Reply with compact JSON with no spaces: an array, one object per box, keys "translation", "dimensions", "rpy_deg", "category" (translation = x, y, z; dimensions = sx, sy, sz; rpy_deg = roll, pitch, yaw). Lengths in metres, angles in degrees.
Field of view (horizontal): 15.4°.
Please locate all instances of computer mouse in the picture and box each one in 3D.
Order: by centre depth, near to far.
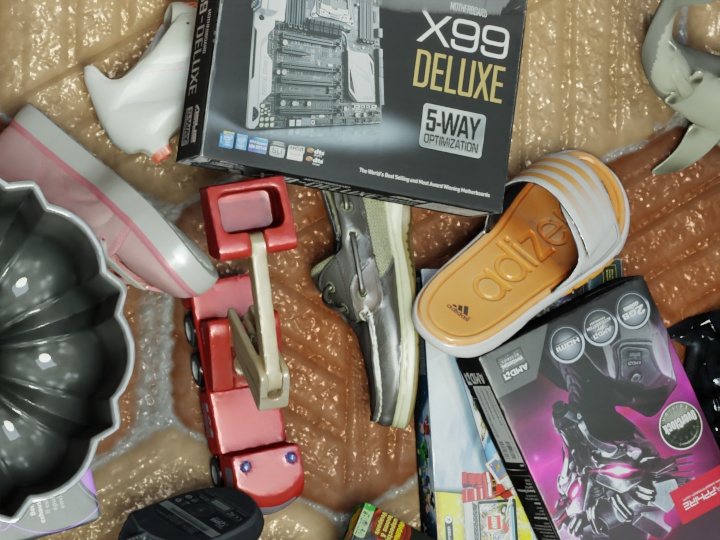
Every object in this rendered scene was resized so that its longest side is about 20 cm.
[{"translation":[-0.137,0.169,1.536],"dimensions":[0.199,0.059,0.034],"rpy_deg":[-15,121,-38],"category":"computer mouse"}]

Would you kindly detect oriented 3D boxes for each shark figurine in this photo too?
[{"translation":[0.206,-0.146,1.708],"dimensions":[0.128,0.214,0.090],"rpy_deg":[-33,55,13],"category":"shark figurine"}]

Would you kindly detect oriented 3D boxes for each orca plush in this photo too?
[{"translation":[0.264,0.121,1.723],"dimensions":[0.105,0.071,0.201],"rpy_deg":[-6,89,-16],"category":"orca plush"}]

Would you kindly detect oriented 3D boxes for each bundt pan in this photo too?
[{"translation":[-0.228,0.045,1.478],"dimensions":[0.201,0.076,0.203],"rpy_deg":[2,83,-13],"category":"bundt pan"}]

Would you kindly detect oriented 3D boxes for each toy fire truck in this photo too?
[{"translation":[-0.065,0.049,1.598],"dimensions":[0.048,0.141,0.201],"rpy_deg":[-10,90,-16],"category":"toy fire truck"}]

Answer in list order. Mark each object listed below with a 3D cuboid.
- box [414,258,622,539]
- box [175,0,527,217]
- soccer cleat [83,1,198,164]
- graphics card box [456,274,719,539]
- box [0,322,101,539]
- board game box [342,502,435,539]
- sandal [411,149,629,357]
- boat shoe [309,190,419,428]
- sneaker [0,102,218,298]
[{"translation":[0.103,0.096,1.697],"dimensions":[0.136,0.038,0.201],"rpy_deg":[-2,88,-16],"category":"box"},{"translation":[-0.002,-0.126,1.603],"dimensions":[0.199,0.050,0.159],"rpy_deg":[11,83,-22],"category":"box"},{"translation":[-0.078,-0.145,1.645],"dimensions":[0.200,0.069,0.078],"rpy_deg":[-35,93,-12],"category":"soccer cleat"},{"translation":[0.157,0.118,1.665],"dimensions":[0.125,0.051,0.201],"rpy_deg":[-25,93,-15],"category":"graphics card box"},{"translation":[-0.266,0.113,1.557],"dimensions":[0.199,0.106,0.123],"rpy_deg":[-14,89,-15],"category":"box"},{"translation":[0.009,0.251,1.605],"dimensions":[0.104,0.023,0.201],"rpy_deg":[29,64,-16],"category":"board game box"},{"translation":[0.110,-0.019,1.651],"dimensions":[0.079,0.059,0.207],"rpy_deg":[37,49,11],"category":"sandal"},{"translation":[0.000,0.000,1.661],"dimensions":[0.064,0.073,0.201],"rpy_deg":[-4,82,-7],"category":"boat shoe"},{"translation":[-0.169,-0.013,1.564],"dimensions":[0.105,0.200,0.075],"rpy_deg":[-49,138,-4],"category":"sneaker"}]
